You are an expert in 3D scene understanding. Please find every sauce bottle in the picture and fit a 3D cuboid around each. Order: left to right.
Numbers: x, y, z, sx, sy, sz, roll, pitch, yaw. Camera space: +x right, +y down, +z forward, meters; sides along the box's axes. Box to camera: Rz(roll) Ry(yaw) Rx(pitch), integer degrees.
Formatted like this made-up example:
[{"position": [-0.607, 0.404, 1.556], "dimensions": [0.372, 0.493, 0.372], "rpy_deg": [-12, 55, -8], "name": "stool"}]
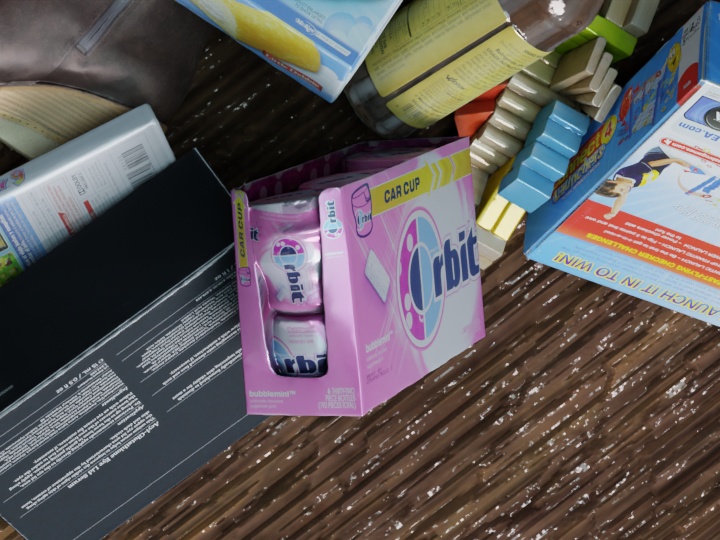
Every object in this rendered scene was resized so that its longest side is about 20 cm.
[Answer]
[{"position": [0.081, -0.139, 1.196], "dimensions": [0.200, 0.065, 0.065], "rpy_deg": [-28, 112, 29], "name": "sauce bottle"}]

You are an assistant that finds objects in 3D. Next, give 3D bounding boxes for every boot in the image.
[{"position": [-0.170, -0.152, 1.188], "dimensions": [0.200, 0.072, 0.167], "rpy_deg": [34, 87, -20], "name": "boot"}]

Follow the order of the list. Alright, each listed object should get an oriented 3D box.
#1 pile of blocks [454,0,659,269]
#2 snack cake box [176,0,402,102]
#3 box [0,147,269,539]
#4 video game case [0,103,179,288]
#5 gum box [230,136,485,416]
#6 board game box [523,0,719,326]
[{"position": [0.095, -0.098, 1.247], "dimensions": [0.062, 0.082, 0.200], "rpy_deg": [27, 97, -15], "name": "pile of blocks"}, {"position": [-0.063, -0.192, 1.148], "dimensions": [0.200, 0.067, 0.115], "rpy_deg": [33, 76, -1], "name": "snack cake box"}, {"position": [-0.126, 0.050, 1.206], "dimensions": [0.200, 0.079, 0.141], "rpy_deg": [-36, 140, -2], "name": "box"}, {"position": [-0.180, 0.004, 1.206], "dimensions": [0.200, 0.018, 0.143], "rpy_deg": [-27, 142, -5], "name": "video game case"}, {"position": [0.000, 0.000, 1.171], "dimensions": [0.066, 0.200, 0.114], "rpy_deg": [-1, 100, 22], "name": "gum box"}, {"position": [0.223, -0.043, 1.239], "dimensions": [0.199, 0.196, 0.056], "rpy_deg": [19, 56, -17], "name": "board game box"}]
